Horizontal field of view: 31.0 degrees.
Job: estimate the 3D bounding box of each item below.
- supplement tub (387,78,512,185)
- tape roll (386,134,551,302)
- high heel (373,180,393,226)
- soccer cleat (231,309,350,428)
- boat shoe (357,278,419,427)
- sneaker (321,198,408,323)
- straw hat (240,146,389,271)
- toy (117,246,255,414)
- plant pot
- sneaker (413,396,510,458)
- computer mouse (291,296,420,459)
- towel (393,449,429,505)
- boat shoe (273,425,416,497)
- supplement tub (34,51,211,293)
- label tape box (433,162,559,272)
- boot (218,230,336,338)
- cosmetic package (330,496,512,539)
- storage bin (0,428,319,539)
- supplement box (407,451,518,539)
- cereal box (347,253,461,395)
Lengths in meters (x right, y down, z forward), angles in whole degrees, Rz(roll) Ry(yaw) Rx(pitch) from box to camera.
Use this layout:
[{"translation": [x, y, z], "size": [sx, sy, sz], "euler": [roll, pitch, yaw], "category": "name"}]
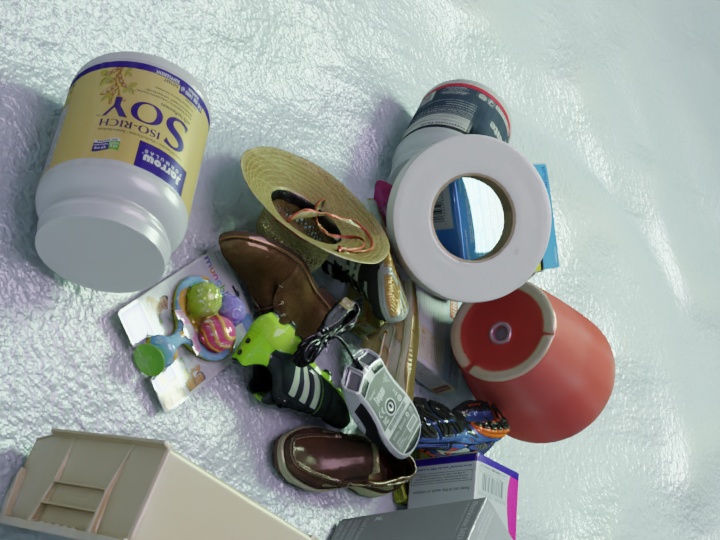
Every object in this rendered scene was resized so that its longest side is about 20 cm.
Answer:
[{"translation": [0.124, -0.160, 1.787], "size": [0.141, 0.140, 0.200], "euler": [54, 37, -23], "category": "supplement tub"}, {"translation": [0.131, -0.061, 1.551], "size": [0.202, 0.037, 0.204], "euler": [0, 90, -14], "category": "tape roll"}, {"translation": [0.083, -0.038, 1.690], "size": [0.200, 0.067, 0.096], "euler": [37, 23, -41], "category": "high heel"}, {"translation": [-0.076, 0.125, 1.437], "size": [0.081, 0.067, 0.200], "euler": [-47, 134, -13], "category": "soccer cleat"}, {"translation": [0.031, 0.100, 1.546], "size": [0.074, 0.069, 0.201], "euler": [74, 20, -61], "category": "boat shoe"}, {"translation": [0.000, 0.000, 1.545], "size": [0.200, 0.087, 0.076], "euler": [-105, 175, -51], "category": "sneaker"}, {"translation": [-0.072, -0.046, 1.490], "size": [0.201, 0.085, 0.201], "euler": [28, 27, -16], "category": "straw hat"}, {"translation": [-0.162, 0.054, 1.357], "size": [0.200, 0.047, 0.115], "euler": [-38, 107, -55], "category": "toy"}, {"translation": [0.214, 0.109, 1.697], "size": [0.177, 0.200, 0.201], "euler": [42, 41, -54], "category": "plant pot"}, {"translation": [0.099, 0.209, 1.601], "size": [0.199, 0.079, 0.075], "euler": [8, 29, -37], "category": "sneaker"}, {"translation": [0.000, 0.130, 1.435], "size": [0.200, 0.044, 0.110], "euler": [59, 42, -24], "category": "computer mouse"}, {"translation": [0.103, 0.262, 1.656], "size": [0.200, 0.018, 0.086], "euler": [20, 59, -50], "category": "towel"}, {"translation": [-0.011, 0.211, 1.467], "size": [0.202, 0.075, 0.075], "euler": [17, 60, -50], "category": "boat shoe"}, {"translation": [-0.229, -0.095, 1.249], "size": [0.145, 0.145, 0.201], "euler": [39, 44, -38], "category": "supplement tub"}, {"translation": [0.167, -0.061, 1.657], "size": [0.200, 0.066, 0.144], "euler": [-9, 92, -47], "category": "label tape box"}, {"translation": [-0.093, 0.027, 1.447], "size": [0.200, 0.073, 0.076], "euler": [46, 50, -42], "category": "boot"}, {"translation": [0.057, 0.319, 1.397], "size": [0.090, 0.200, 0.107], "euler": [57, 35, -20], "category": "cosmetic package"}, {"translation": [-0.176, 0.225, 1.123], "size": [0.200, 0.198, 0.094], "euler": [40, 62, -37], "category": "storage bin"}, {"translation": [0.120, 0.332, 1.550], "size": [0.101, 0.103, 0.201], "euler": [32, 54, -45], "category": "supplement box"}, {"translation": [0.060, 0.055, 1.679], "size": [0.200, 0.039, 0.144], "euler": [40, 43, -38], "category": "cereal box"}]
